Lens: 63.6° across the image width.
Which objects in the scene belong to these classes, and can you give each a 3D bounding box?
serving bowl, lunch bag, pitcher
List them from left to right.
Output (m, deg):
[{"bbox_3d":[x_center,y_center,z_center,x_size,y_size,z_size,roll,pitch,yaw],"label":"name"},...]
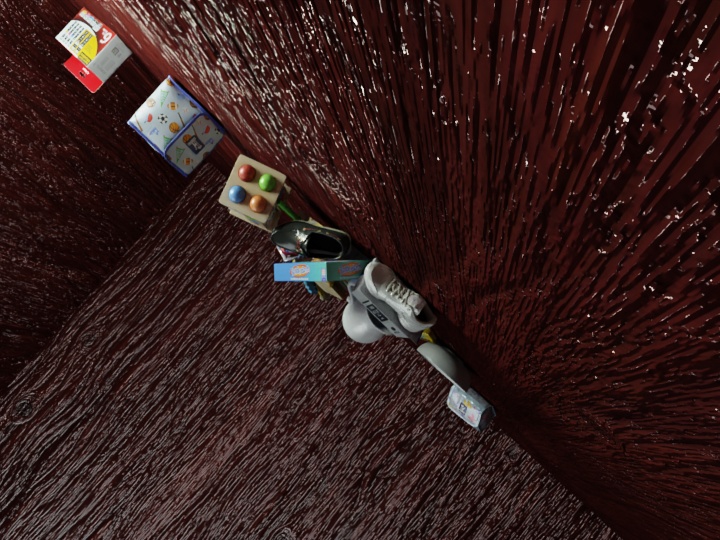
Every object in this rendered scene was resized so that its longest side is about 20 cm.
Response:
[{"bbox_3d":[-0.477,-0.375,1.528,0.200,0.170,0.124,45,179,-17],"label":"lunch bag"},{"bbox_3d":[0.011,0.100,1.480,0.172,0.121,0.200,50,158,-4],"label":"pitcher"},{"bbox_3d":[0.268,0.286,1.795,0.199,0.066,0.200,41,176,3],"label":"serving bowl"},{"bbox_3d":[0.446,0.549,2.358,0.169,0.127,0.201,37,167,31],"label":"lunch bag"}]

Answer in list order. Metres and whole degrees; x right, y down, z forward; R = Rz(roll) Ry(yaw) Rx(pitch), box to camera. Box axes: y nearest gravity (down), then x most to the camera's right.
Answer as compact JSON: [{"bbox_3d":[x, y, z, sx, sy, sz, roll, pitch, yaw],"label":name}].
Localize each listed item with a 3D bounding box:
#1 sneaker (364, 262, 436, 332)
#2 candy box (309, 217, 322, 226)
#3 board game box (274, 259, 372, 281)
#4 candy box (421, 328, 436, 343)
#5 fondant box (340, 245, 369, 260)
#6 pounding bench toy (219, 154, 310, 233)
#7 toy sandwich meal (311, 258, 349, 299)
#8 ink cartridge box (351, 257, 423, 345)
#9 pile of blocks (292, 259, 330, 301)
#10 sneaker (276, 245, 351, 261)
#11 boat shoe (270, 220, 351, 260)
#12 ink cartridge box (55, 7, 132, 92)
[{"bbox_3d":[0.093,0.052,1.271,0.200,0.075,0.099,45,155,-16],"label":"sneaker"},{"bbox_3d":[-0.112,-0.046,1.732,0.116,0.056,0.203,37,155,52],"label":"candy box"},{"bbox_3d":[-0.089,0.000,1.381,0.150,0.046,0.197,-4,-178,-45],"label":"board game box"},{"bbox_3d":[0.130,0.170,1.765,0.196,0.027,0.102,16,162,24],"label":"candy box"},{"bbox_3d":[0.000,0.000,1.545,0.144,0.058,0.200,41,174,21],"label":"fondant box"},{"bbox_3d":[-0.220,-0.170,1.417,0.196,0.126,0.156,24,174,1],"label":"pounding bench toy"},{"bbox_3d":[-0.071,0.030,1.596,0.205,0.070,0.205,42,174,5],"label":"toy sandwich meal"},{"bbox_3d":[0.073,0.076,1.339,0.200,0.100,0.039,44,143,-17],"label":"ink cartridge box"},{"bbox_3d":[-0.155,0.009,1.713,0.062,0.081,0.203,26,146,57],"label":"pile of blocks"},{"bbox_3d":[-0.122,-0.058,1.432,0.197,0.073,0.111,4,-170,41],"label":"sneaker"},{"bbox_3d":[-0.122,-0.070,1.361,0.196,0.075,0.063,9,-158,12],"label":"boat shoe"},{"bbox_3d":[-0.828,-0.672,1.773,0.199,0.176,0.084,39,175,25],"label":"ink cartridge box"}]
